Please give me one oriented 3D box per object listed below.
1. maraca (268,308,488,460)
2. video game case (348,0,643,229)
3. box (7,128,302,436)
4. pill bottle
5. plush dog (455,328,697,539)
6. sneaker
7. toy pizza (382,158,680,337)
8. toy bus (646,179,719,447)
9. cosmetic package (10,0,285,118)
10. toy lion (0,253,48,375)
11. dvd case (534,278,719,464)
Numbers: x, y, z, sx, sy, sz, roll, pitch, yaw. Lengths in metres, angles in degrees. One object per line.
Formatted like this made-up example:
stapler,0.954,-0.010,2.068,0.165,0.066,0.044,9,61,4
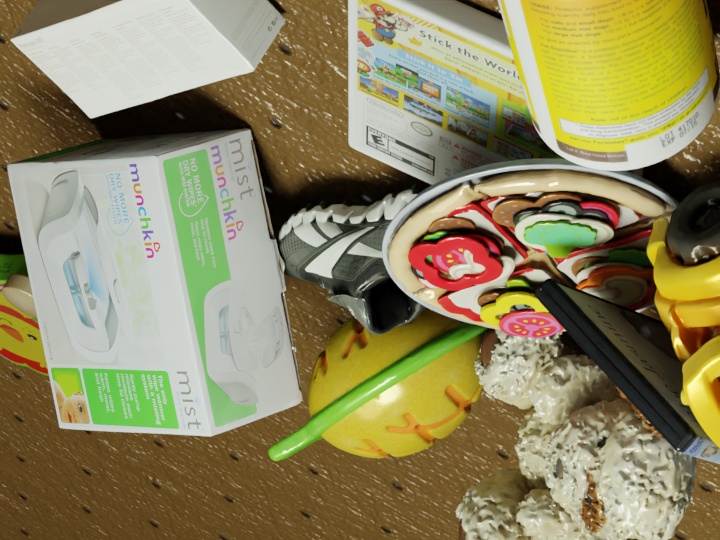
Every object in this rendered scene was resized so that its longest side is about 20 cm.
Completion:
maraca,0.013,0.084,1.865,0.200,0.137,0.107,-35,80,41
video game case,0.083,-0.095,1.628,0.199,0.023,0.182,26,152,14
box,-0.144,0.008,1.859,0.176,0.096,0.201,1,104,47
pill bottle,0.126,-0.153,1.390,0.109,0.109,0.200,17,150,27
plush dog,0.165,0.131,1.758,0.160,0.201,0.172,5,-171,-21
sneaker,0.000,0.000,1.781,0.066,0.091,0.200,20,162,-34
toy pizza,0.113,-0.005,1.640,0.199,0.032,0.201,1,149,1
toy bus,0.249,0.050,1.499,0.199,0.193,0.136,-10,134,42
cosmetic package,-0.141,-0.159,1.722,0.083,0.051,0.200,43,151,-25
toy lion,-0.274,0.035,2.181,0.199,0.069,0.192,7,151,39
dvd case,0.200,0.072,1.622,0.143,0.018,0.200,49,-163,31
